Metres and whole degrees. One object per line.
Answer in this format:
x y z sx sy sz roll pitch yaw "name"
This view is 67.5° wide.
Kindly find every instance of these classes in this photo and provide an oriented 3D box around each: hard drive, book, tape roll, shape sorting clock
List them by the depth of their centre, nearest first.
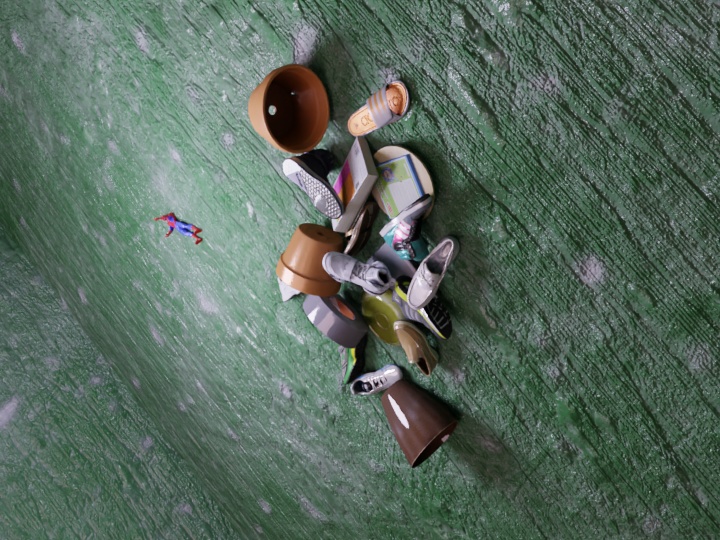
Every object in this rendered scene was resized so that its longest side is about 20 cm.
0.100 -0.210 1.331 0.195 0.039 0.206 22 132 26 "shape sorting clock"
-0.025 -0.218 1.383 0.202 0.046 0.137 -57 38 43 "book"
0.111 0.022 1.456 0.202 0.033 0.139 51 134 4 "hard drive"
-0.071 0.131 1.546 0.199 0.200 0.067 43 101 11 "tape roll"

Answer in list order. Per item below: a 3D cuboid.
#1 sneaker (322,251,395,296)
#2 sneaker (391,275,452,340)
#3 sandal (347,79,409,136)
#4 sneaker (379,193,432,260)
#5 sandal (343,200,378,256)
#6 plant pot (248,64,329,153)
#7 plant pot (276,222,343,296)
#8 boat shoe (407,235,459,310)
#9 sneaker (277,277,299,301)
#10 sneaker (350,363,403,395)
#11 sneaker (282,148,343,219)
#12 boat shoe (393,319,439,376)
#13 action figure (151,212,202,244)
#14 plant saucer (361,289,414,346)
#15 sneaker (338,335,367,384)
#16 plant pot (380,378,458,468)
0.000 0.000 1.398 0.195 0.078 0.114 26 163 -14 "sneaker"
0.158 0.105 1.402 0.200 0.073 0.082 47 141 17 "sneaker"
0.033 -0.370 1.282 0.203 0.059 0.081 -24 99 44 "sandal"
0.132 -0.090 1.296 0.123 0.083 0.199 54 146 1 "sneaker"
-0.010 -0.110 1.453 0.054 0.079 0.204 40 131 24 "sandal"
-0.193 -0.404 1.359 0.138 0.196 0.208 17 126 49 "plant pot"
-0.130 -0.041 1.521 0.196 0.198 0.145 28 112 22 "plant pot"
0.170 0.005 1.316 0.070 0.069 0.205 32 101 15 "boat shoe"
-0.203 0.030 1.689 0.197 0.074 0.089 -29 91 44 "sneaker"
0.051 0.343 1.651 0.196 0.072 0.074 -27 97 36 "sneaker"
-0.089 -0.233 1.398 0.203 0.145 0.077 46 128 6 "sneaker"
0.149 0.214 1.449 0.070 0.078 0.200 -11 134 43 "boat shoe"
-0.674 -0.150 1.952 0.196 0.098 0.067 28 128 27 "action figure"
0.070 0.136 1.528 0.197 0.031 0.205 32 140 30 "plant saucer"
-0.032 0.265 1.688 0.084 0.077 0.207 26 119 32 "sneaker"
0.154 0.425 1.566 0.201 0.183 0.191 46 136 27 "plant pot"
